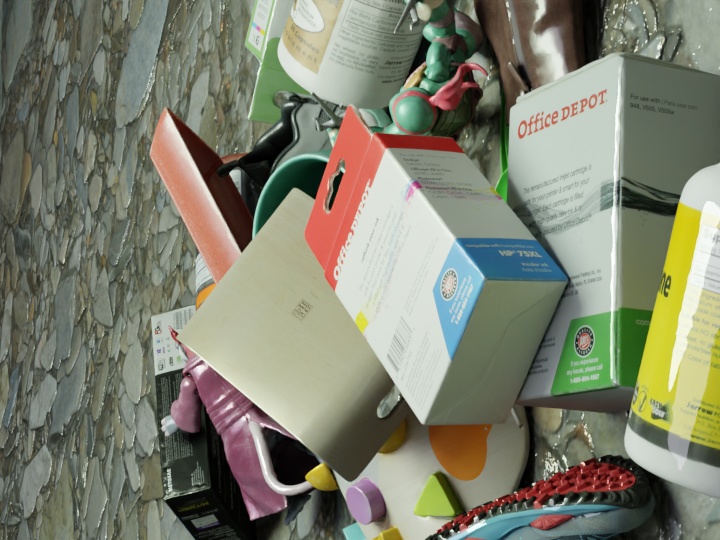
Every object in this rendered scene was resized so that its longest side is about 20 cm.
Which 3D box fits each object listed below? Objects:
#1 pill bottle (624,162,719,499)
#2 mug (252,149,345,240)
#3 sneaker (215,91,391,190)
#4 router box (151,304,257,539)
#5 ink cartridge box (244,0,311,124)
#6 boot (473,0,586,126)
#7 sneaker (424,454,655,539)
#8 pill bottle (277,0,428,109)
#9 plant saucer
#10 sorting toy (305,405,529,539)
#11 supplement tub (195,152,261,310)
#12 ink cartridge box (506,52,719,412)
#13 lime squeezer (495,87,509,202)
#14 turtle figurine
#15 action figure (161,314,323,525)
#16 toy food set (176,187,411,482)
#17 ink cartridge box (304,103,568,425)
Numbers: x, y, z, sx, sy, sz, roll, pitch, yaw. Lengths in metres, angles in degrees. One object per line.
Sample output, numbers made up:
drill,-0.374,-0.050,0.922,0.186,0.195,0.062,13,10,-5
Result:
pill bottle,0.213,0.014,0.947,0.112,0.111,0.202,-150,71,-65
mug,-0.002,-0.011,1.416,0.185,0.114,0.153,-47,63,42
sneaker,-0.064,-0.062,1.575,0.078,0.139,0.202,-137,59,-62
router box,-0.149,0.157,1.719,0.150,0.051,0.202,65,-166,-54
ink cartridge box,-0.039,-0.231,1.623,0.059,0.103,0.202,-135,56,-62
boot,0.146,-0.207,1.263,0.200,0.072,0.168,-33,64,59
sneaker,0.127,0.185,1.167,0.199,0.079,0.096,-31,88,48
pill bottle,0.012,-0.246,1.495,0.115,0.113,0.201,-113,39,-51
plant saucer,-0.113,-0.026,1.547,0.201,0.036,0.200,63,-176,12
sorting toy,0.053,0.200,1.310,0.200,0.106,0.182,-44,63,55
supplement tub,-0.103,-0.002,1.693,0.107,0.106,0.202,137,135,-55
ink cartridge box,0.156,-0.018,1.124,0.146,0.082,0.202,163,112,-65
lime squeezer,0.082,-0.056,1.296,0.200,0.071,0.038,-47,15,-34
turtle figurine,0.041,-0.136,1.343,0.150,0.101,0.200,-50,-3,20
action figure,-0.108,0.125,1.557,0.200,0.134,0.149,51,180,8
toy food set,-0.029,0.043,1.296,0.199,0.060,0.144,34,83,40
ink cartridge box,0.042,-0.008,1.161,0.200,0.067,0.117,56,135,44
